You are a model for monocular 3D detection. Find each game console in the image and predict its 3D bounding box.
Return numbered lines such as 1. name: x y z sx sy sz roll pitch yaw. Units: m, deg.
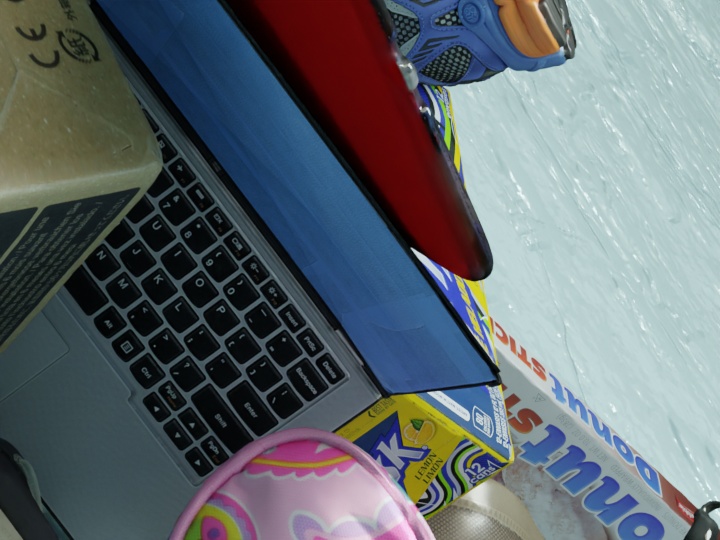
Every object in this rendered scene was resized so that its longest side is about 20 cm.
1. game console: -0.010 -0.120 0.787 0.118 0.173 0.200 27 3 -37

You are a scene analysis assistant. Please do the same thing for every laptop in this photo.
1. laptop: -0.077 -0.005 0.844 0.188 0.200 0.116 53 20 -5

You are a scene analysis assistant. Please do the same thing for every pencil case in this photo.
1. pencil case: -0.018 0.115 0.849 0.088 0.087 0.200 62 -11 15

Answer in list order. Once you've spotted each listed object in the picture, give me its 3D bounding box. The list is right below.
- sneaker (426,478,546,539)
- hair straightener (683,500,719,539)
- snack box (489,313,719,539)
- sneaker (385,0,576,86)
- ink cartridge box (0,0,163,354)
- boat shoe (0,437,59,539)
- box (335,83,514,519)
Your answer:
1. sneaker: 0.057 0.144 1.060 0.200 0.070 0.076 41 58 -47
2. hair straightener: 0.114 0.182 1.055 0.077 0.041 0.201 40 61 -30
3. snack box: 0.073 0.084 1.184 0.200 0.072 0.024 42 25 -28
4. sneaker: 0.036 -0.107 1.038 0.200 0.078 0.076 -44 120 -83
5. ink cartridge box: -0.161 -0.068 0.809 0.075 0.165 0.201 -14 69 -42
6. boat shoe: -0.078 0.132 0.834 0.200 0.073 0.063 54 26 7
7. box: 0.000 0.000 1.005 0.064 0.070 0.201 35 31 -34
